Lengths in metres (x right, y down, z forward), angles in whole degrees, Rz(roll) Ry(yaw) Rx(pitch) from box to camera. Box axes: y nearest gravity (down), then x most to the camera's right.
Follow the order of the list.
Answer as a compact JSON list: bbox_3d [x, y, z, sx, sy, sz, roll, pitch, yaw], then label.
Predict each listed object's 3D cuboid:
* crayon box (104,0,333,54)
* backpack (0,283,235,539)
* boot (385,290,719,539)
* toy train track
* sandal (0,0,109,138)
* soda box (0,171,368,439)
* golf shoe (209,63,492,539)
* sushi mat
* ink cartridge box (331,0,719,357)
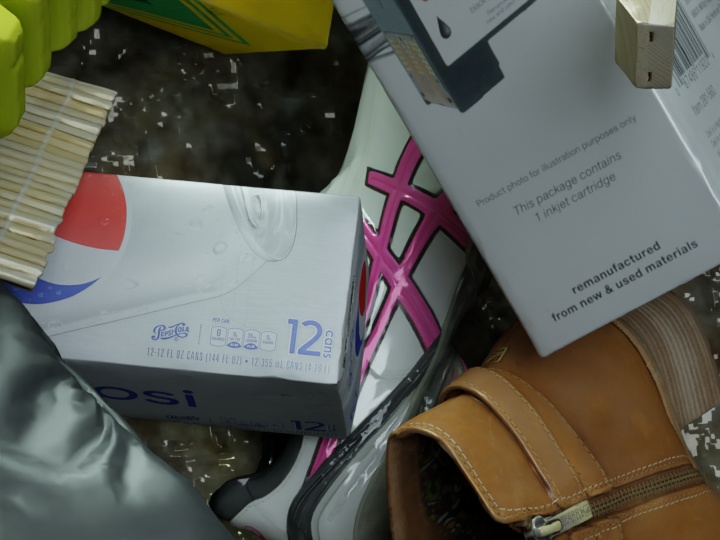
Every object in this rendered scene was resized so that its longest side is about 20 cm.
[{"bbox_3d":[-0.072,-0.193,0.954,0.172,0.058,0.201,18,78,-41],"label":"crayon box"},{"bbox_3d":[-0.143,0.113,0.794,0.200,0.127,0.167,-39,61,-19],"label":"backpack"},{"bbox_3d":[0.089,0.110,0.919,0.155,0.076,0.201,-26,99,-52],"label":"boot"},{"bbox_3d":[0.084,-0.129,0.854,0.032,0.115,0.201,3,45,6],"label":"toy train track"},{"bbox_3d":[-0.124,-0.087,0.821,0.087,0.080,0.200,17,47,12],"label":"sandal"},{"bbox_3d":[-0.098,0.007,0.906,0.199,0.068,0.064,5,72,5],"label":"soda box"},{"bbox_3d":[0.000,0.000,0.967,0.092,0.073,0.201,11,73,-13],"label":"golf shoe"},{"bbox_3d":[-0.179,-0.057,0.863,0.199,0.012,0.096,19,45,-4],"label":"sushi mat"},{"bbox_3d":[0.057,-0.094,0.915,0.201,0.084,0.146,59,23,-4],"label":"ink cartridge box"}]
